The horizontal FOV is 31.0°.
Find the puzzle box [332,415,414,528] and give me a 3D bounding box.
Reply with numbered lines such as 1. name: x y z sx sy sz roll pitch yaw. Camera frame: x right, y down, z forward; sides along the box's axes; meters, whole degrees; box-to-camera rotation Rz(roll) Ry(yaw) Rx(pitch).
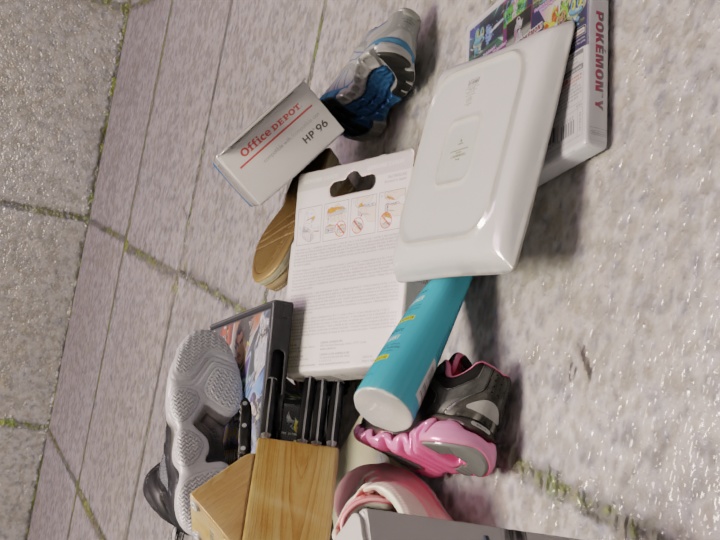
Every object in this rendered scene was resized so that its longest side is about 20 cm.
1. puzzle box: 0.015 0.228 1.181 0.201 0.025 0.134 -102 31 -45

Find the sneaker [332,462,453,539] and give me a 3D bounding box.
1. sneaker: 0.013 0.194 1.050 0.076 0.104 0.200 -58 31 -2

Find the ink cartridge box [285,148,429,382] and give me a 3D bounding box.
1. ink cartridge box: 0.000 0.000 1.215 0.160 0.050 0.202 -8 70 44

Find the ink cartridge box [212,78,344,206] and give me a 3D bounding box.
1. ink cartridge box: -0.085 -0.126 1.313 0.116 0.068 0.200 -42 7 -4

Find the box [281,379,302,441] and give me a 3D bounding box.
1. box: -0.105 0.187 1.329 0.200 0.051 0.159 -153 75 -67

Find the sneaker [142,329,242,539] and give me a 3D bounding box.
1. sneaker: -0.168 0.164 1.256 0.114 0.075 0.202 -36 51 55

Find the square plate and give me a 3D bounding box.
1. square plate: 0.088 -0.092 1.040 0.200 0.028 0.200 -6 67 65

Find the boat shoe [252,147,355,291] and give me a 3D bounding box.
1. boat shoe: -0.050 -0.045 1.350 0.073 0.069 0.201 -25 29 40

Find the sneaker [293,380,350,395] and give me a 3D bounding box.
1. sneaker: -0.035 0.034 1.337 0.090 0.069 0.202 -136 57 -61

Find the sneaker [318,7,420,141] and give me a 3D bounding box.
1. sneaker: 0.016 -0.203 1.345 0.200 0.075 0.087 -36 30 60

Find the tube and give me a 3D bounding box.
1. tube: 0.057 0.040 1.063 0.077 0.050 0.201 -41 14 50

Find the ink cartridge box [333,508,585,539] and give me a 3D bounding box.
1. ink cartridge box: 0.068 0.230 0.803 0.086 0.198 0.147 -100 29 -42

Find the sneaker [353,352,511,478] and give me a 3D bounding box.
1. sneaker: 0.063 0.116 1.068 0.200 0.079 0.096 -14 51 64

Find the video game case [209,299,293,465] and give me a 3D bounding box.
1. video game case: -0.119 0.132 1.285 0.200 0.025 0.182 158 119 -64

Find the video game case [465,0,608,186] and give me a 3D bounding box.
1. video game case: 0.137 -0.153 1.048 0.200 0.023 0.184 149 128 -63

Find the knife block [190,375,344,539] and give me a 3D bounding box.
1. knife block: -0.043 0.184 1.061 0.200 0.175 0.064 44 150 27
